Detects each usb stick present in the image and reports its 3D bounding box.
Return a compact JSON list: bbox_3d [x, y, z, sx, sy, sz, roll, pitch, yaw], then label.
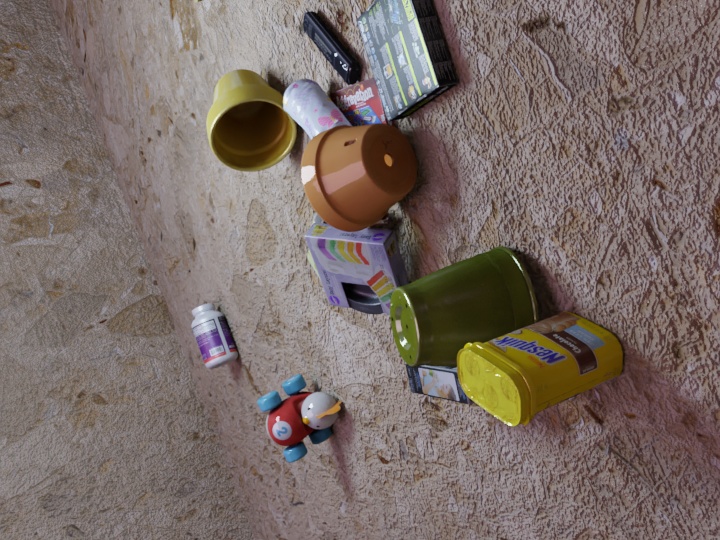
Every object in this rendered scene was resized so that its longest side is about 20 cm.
[{"bbox_3d":[-0.059,-0.445,1.781,0.200,0.032,0.056,55,156,32],"label":"usb stick"}]

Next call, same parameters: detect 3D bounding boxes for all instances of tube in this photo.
[{"bbox_3d":[-0.096,-0.056,2.077,0.200,0.052,0.058,105,180,-55],"label":"tube"}]

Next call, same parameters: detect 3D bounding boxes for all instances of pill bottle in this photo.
[{"bbox_3d":[-0.483,0.213,2.926,0.201,0.112,0.112,69,154,9],"label":"pill bottle"}]

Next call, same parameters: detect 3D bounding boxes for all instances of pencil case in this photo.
[{"bbox_3d":[-0.084,-0.305,1.806,0.083,0.091,0.200,41,-168,-50],"label":"pencil case"}]

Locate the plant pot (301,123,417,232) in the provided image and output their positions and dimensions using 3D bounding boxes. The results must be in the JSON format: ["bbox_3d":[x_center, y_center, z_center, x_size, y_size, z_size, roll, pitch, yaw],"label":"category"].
[{"bbox_3d":[0.009,-0.183,1.647,0.140,0.200,0.201,-17,90,48],"label":"plant pot"}]

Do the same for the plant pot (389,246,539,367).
[{"bbox_3d":[0.157,0.076,1.451,0.200,0.192,0.201,170,90,-73],"label":"plant pot"}]

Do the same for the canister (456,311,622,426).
[{"bbox_3d":[0.264,0.138,1.311,0.148,0.199,0.087,31,132,53],"label":"canister"}]

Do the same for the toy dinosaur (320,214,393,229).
[{"bbox_3d":[-0.011,-0.118,1.842,0.086,0.135,0.200,-63,16,15],"label":"toy dinosaur"}]

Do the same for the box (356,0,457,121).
[{"bbox_3d":[0.075,-0.381,1.541,0.193,0.047,0.201,-22,85,62],"label":"box"}]

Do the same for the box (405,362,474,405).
[{"bbox_3d":[0.181,0.186,1.604,0.200,0.116,0.060,0,103,64],"label":"box"}]

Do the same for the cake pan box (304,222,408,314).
[{"bbox_3d":[0.000,0.000,1.777,0.183,0.052,0.201,10,136,30],"label":"cake pan box"}]

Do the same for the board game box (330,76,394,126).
[{"bbox_3d":[0.001,-0.315,1.757,0.200,0.019,0.103,1,105,63],"label":"board game box"}]

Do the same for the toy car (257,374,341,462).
[{"bbox_3d":[-0.132,0.371,2.291,0.200,0.177,0.185,-21,97,52],"label":"toy car"}]

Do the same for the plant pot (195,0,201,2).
[{"bbox_3d":[-0.288,-0.722,1.896,0.201,0.176,0.200,65,153,17],"label":"plant pot"}]

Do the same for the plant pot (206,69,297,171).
[{"bbox_3d":[-0.262,-0.362,2.070,0.189,0.200,0.201,-111,21,-46],"label":"plant pot"}]
